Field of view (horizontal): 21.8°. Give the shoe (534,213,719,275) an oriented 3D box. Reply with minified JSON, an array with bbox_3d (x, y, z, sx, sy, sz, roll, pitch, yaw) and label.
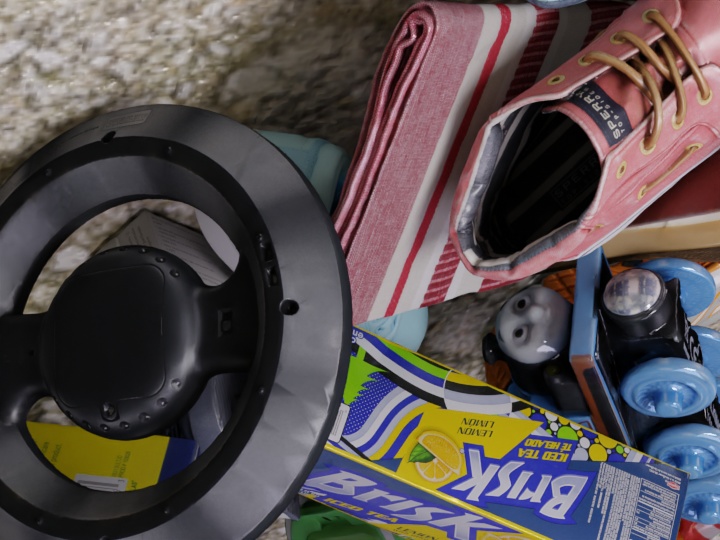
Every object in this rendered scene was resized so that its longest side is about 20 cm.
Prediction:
[{"bbox_3d":[0.156,-0.032,0.945,0.199,0.054,0.070,-7,172,-3],"label":"shoe"}]

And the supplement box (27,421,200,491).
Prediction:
[{"bbox_3d":[-0.179,0.138,0.843,0.199,0.110,0.109,6,116,0],"label":"supplement box"}]

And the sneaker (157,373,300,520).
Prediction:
[{"bbox_3d":[-0.082,0.097,0.963,0.082,0.071,0.200,-6,159,5],"label":"sneaker"}]

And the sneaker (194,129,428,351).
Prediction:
[{"bbox_3d":[0.000,0.000,0.877,0.082,0.074,0.200,7,162,30],"label":"sneaker"}]

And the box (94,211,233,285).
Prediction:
[{"bbox_3d":[-0.048,0.023,0.934,0.039,0.042,0.200,-39,146,21],"label":"box"}]

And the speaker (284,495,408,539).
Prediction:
[{"bbox_3d":[0.021,0.132,1.026,0.088,0.089,0.200,-11,174,-21],"label":"speaker"}]

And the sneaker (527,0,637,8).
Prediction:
[{"bbox_3d":[0.081,-0.134,0.758,0.199,0.087,0.078,13,131,-45],"label":"sneaker"}]

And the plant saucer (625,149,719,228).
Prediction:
[{"bbox_3d":[0.232,-0.058,0.817,0.199,0.037,0.200,-11,180,-28],"label":"plant saucer"}]

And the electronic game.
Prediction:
[{"bbox_3d":[-0.093,0.030,0.763,0.200,0.201,0.042,-36,155,16],"label":"electronic game"}]

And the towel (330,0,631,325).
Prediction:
[{"bbox_3d":[0.054,-0.052,0.813,0.200,0.023,0.145,-12,130,-55],"label":"towel"}]

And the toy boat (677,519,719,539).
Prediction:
[{"bbox_3d":[0.182,0.181,1.166,0.200,0.131,0.130,-42,144,23],"label":"toy boat"}]

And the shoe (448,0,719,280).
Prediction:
[{"bbox_3d":[0.117,-0.071,0.745,0.200,0.072,0.091,-47,169,28],"label":"shoe"}]

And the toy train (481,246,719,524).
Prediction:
[{"bbox_3d":[0.133,0.068,0.948,0.114,0.087,0.200,-7,142,19],"label":"toy train"}]

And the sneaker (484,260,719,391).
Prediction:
[{"bbox_3d":[0.162,0.022,1.051,0.200,0.076,0.092,-38,150,20],"label":"sneaker"}]

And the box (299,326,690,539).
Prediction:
[{"bbox_3d":[0.050,0.095,0.887,0.199,0.065,0.070,25,151,-13],"label":"box"}]
